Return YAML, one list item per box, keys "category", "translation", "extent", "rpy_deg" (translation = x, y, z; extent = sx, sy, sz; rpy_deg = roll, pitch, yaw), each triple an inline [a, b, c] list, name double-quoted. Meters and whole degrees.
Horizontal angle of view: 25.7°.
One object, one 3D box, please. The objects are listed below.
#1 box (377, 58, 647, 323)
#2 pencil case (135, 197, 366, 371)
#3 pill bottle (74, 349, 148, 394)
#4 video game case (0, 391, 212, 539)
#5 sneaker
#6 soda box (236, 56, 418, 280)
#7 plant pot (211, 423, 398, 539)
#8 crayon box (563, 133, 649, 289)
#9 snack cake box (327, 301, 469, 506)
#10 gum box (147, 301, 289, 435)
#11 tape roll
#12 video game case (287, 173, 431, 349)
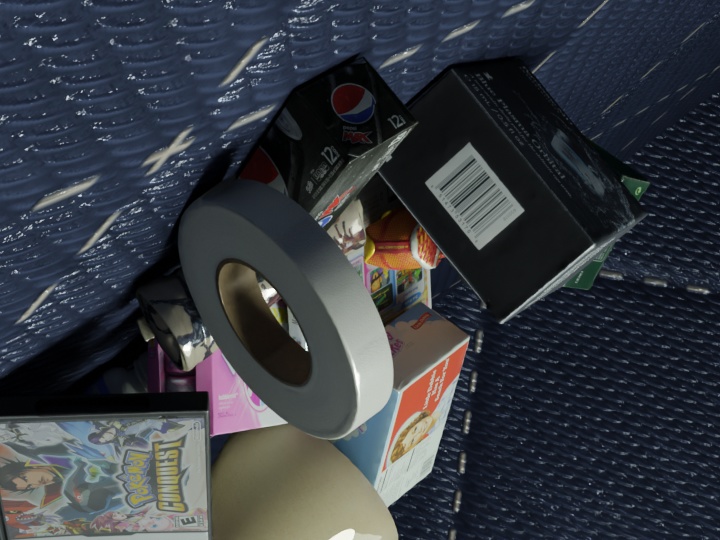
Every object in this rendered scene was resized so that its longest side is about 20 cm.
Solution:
- category: "box"
  translation: [0.134, -0.078, 1.417]
  extent: [0.117, 0.197, 0.200]
  rpy_deg: [-41, 173, 23]
- category: "pencil case"
  translation: [-0.089, -0.002, 1.277]
  extent: [0.200, 0.078, 0.089]
  rpy_deg: [-36, -171, -12]
- category: "pill bottle"
  translation: [-0.237, 0.162, 1.482]
  extent: [0.200, 0.114, 0.114]
  rpy_deg: [-38, 173, 1]
- category: "video game case"
  translation: [-0.213, 0.170, 1.297]
  extent: [0.181, 0.026, 0.200]
  rpy_deg: [-1, 139, -5]
- category: "sneaker"
  translation: [0.055, -0.042, 1.482]
  extent: [0.077, 0.073, 0.200]
  rpy_deg: [2, -175, 20]
- category: "soda box"
  translation: [-0.039, -0.070, 1.145]
  extent: [0.071, 0.063, 0.200]
  rpy_deg: [-32, 171, -33]
- category: "plant pot"
  translation: [-0.082, 0.253, 1.529]
  extent: [0.134, 0.200, 0.200]
  rpy_deg: [-45, 178, -29]
- category: "crayon box"
  translation: [0.175, -0.086, 1.574]
  extent: [0.052, 0.200, 0.126]
  rpy_deg: [7, 117, -47]
- category: "snack cake box"
  translation: [0.030, 0.143, 1.549]
  extent: [0.115, 0.067, 0.200]
  rpy_deg: [-32, 147, -40]
- category: "gum box"
  translation: [-0.120, 0.084, 1.408]
  extent: [0.066, 0.114, 0.200]
  rpy_deg: [-2, 178, 21]
- category: "tape roll"
  translation: [-0.057, 0.029, 1.138]
  extent: [0.037, 0.203, 0.203]
  rpy_deg: [-34, 173, -27]
- category: "video game case"
  translation: [0.000, 0.000, 1.493]
  extent: [0.200, 0.024, 0.182]
  rpy_deg: [-31, 126, -46]
